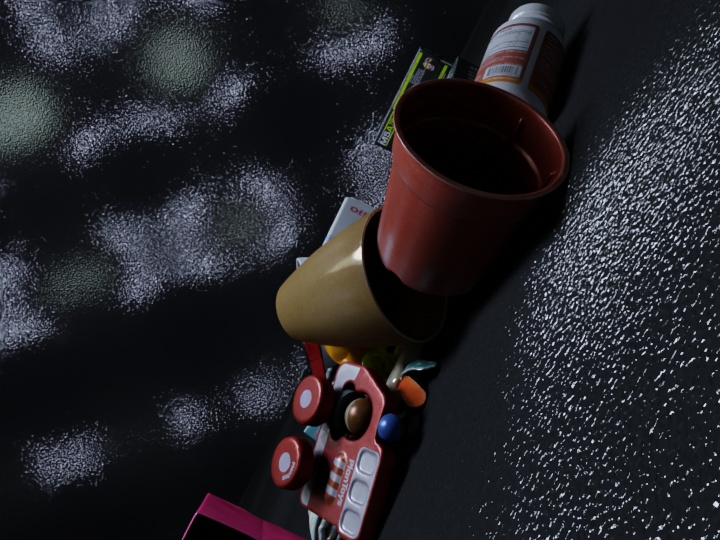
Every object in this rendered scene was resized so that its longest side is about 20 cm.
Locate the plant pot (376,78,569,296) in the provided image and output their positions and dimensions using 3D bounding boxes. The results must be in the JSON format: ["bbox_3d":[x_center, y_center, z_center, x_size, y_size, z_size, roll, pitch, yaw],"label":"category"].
[{"bbox_3d":[0.112,-0.084,0.901,0.195,0.200,0.201,108,-177,-47],"label":"plant pot"}]

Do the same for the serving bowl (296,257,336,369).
[{"bbox_3d":[-0.059,0.070,1.336,0.200,0.066,0.200,168,90,-81],"label":"serving bowl"}]

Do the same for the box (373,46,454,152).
[{"bbox_3d":[0.152,-0.289,1.453,0.048,0.193,0.200,-71,7,-67],"label":"box"}]

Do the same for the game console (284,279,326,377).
[{"bbox_3d":[-0.090,0.128,1.305,0.200,0.031,0.177,-112,13,-52],"label":"game console"}]

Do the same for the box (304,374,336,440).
[{"bbox_3d":[-0.021,0.187,1.170,0.082,0.049,0.200,-53,1,19],"label":"box"}]

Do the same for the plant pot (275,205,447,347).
[{"bbox_3d":[-0.014,0.033,1.055,0.200,0.186,0.187,-21,31,35],"label":"plant pot"}]

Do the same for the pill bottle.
[{"bbox_3d":[0.224,-0.277,1.071,0.200,0.112,0.112,-66,5,-31],"label":"pill bottle"}]

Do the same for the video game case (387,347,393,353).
[{"bbox_3d":[0.019,0.197,1.394,0.143,0.019,0.200,-64,5,3],"label":"video game case"}]

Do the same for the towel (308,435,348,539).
[{"bbox_3d":[-0.021,0.296,1.131,0.171,0.048,0.200,130,165,-85],"label":"towel"}]

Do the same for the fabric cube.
[{"bbox_3d":[-0.175,0.451,1.067,0.199,0.200,0.196,126,168,-78],"label":"fabric cube"}]

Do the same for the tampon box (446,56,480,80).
[{"bbox_3d":[0.176,-0.234,1.291,0.200,0.126,0.150,-71,7,-51],"label":"tampon box"}]

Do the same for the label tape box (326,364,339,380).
[{"bbox_3d":[-0.009,0.156,1.427,0.144,0.063,0.200,149,146,-81],"label":"label tape box"}]

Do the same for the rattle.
[{"bbox_3d":[0.022,0.120,1.055,0.130,0.143,0.200,-48,1,10],"label":"rattle"}]

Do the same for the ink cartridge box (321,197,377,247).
[{"bbox_3d":[0.000,0.000,1.238,0.083,0.146,0.200,118,176,-53],"label":"ink cartridge box"}]

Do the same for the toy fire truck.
[{"bbox_3d":[-0.010,0.220,0.959,0.168,0.112,0.200,8,77,54],"label":"toy fire truck"}]
